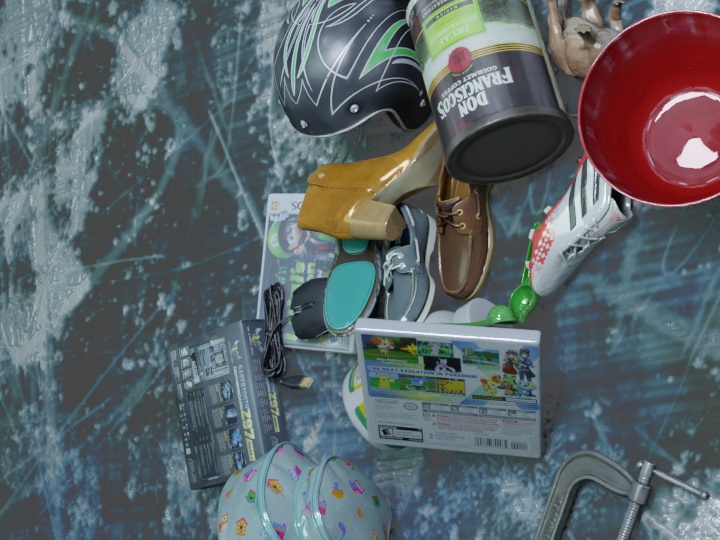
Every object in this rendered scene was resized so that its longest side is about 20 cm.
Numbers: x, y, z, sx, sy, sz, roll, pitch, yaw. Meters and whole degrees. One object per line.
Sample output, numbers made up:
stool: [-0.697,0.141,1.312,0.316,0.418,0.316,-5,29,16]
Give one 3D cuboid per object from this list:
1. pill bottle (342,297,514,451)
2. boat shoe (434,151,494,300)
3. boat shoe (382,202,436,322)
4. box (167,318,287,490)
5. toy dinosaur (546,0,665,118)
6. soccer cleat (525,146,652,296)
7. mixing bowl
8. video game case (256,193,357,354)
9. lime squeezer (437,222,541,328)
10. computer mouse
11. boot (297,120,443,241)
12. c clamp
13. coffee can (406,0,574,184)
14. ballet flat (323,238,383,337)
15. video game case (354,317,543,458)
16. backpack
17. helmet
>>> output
pill bottle: [0.082,0.116,1.691,0.200,0.112,0.114,-37,61,33]
boat shoe: [0.113,-0.067,1.718,0.072,0.067,0.203,3,87,42]
boat shoe: [0.045,-0.003,1.716,0.073,0.062,0.201,-32,33,34]
box: [-0.175,0.178,1.946,0.157,0.051,0.202,-20,78,42]
toy dinosaur: [0.248,-0.234,1.616,0.200,0.085,0.137,-126,24,-51]
soccer cleat: [0.247,-0.055,1.596,0.085,0.068,0.201,37,105,42]
mixing bowl: [0.327,-0.148,1.488,0.198,0.108,0.203,-5,75,21]
video game case: [-0.061,0.001,1.898,0.181,0.023,0.202,2,86,43]
lime squeezer: [0.161,0.031,1.622,0.037,0.200,0.071,11,132,41]
computer mouse: [-0.061,0.076,1.842,0.199,0.046,0.142,-7,78,41]
boot: [0.018,-0.119,1.751,0.143,0.071,0.202,13,56,35]
c clamp: [0.257,0.281,1.566,0.170,0.027,0.202,32,106,40]
coffee can: [0.142,-0.219,1.651,0.146,0.146,0.202,-32,60,35]
ballet flat: [0.000,0.000,1.765,0.074,0.074,0.202,-17,52,40]
video game case: [0.098,0.129,1.601,0.198,0.184,0.022,4,43,12]
backpack: [-0.064,0.300,1.712,0.153,0.199,0.177,-39,24,33]
helmet: [-0.011,-0.252,1.772,0.199,0.190,0.202,-8,78,41]
